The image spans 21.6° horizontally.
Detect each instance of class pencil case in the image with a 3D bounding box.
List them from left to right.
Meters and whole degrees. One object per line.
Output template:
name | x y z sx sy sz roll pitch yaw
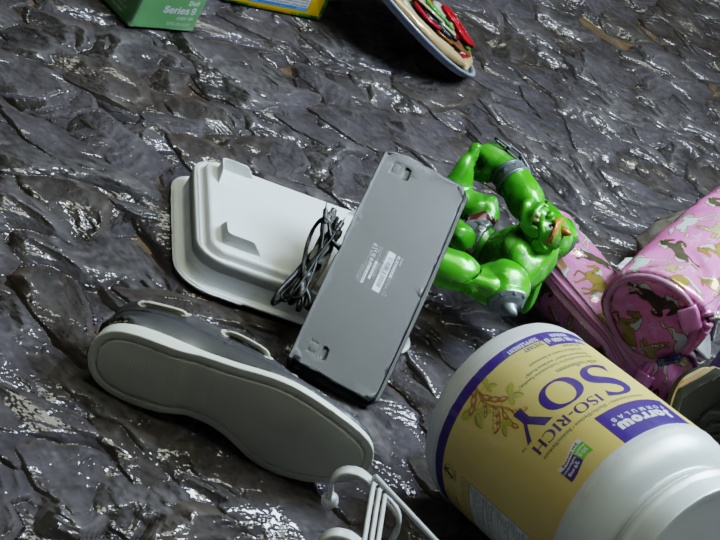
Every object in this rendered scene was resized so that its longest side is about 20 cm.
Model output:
pencil case | 0.196 0.037 1.562 0.086 0.083 0.200 -18 49 -24
pencil case | 0.270 -0.002 1.493 0.087 0.083 0.200 46 41 6

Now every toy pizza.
toy pizza | 0.058 -0.283 1.959 0.200 0.032 0.200 46 14 -15

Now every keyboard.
keyboard | 0.000 0.000 1.409 0.104 0.040 0.200 30 62 -9

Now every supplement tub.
supplement tub | 0.152 0.141 1.239 0.145 0.146 0.200 2 25 -41

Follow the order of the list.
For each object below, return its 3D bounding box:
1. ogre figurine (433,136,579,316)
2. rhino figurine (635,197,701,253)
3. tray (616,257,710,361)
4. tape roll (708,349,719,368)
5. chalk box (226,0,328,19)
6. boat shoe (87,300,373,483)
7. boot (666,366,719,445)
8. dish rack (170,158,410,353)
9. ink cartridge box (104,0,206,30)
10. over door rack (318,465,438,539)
ogre figurine | 0.105 -0.030 1.511 0.120 0.098 0.200 36 19 8
rhino figurine | 0.324 -0.028 1.816 0.087 0.060 0.200 25 22 18
tray | 0.267 0.025 1.621 0.107 0.022 0.200 45 9 5
tape roll | 0.352 0.063 1.531 0.085 0.200 0.200 35 28 14
chalk box | -0.108 -0.368 1.933 0.124 0.124 0.200 5 34 -36
boat shoe | -0.081 0.078 1.249 0.199 0.074 0.060 20 32 2
boot | 0.228 0.120 1.372 0.077 0.200 0.138 -23 40 -10
dish rack | -0.048 -0.020 1.474 0.199 0.044 0.172 20 27 -18
ink cartridge box | -0.181 -0.343 1.734 0.087 0.200 0.145 -3 40 -46
over door rack | 0.046 0.224 1.130 0.200 0.067 0.148 37 25 -13
